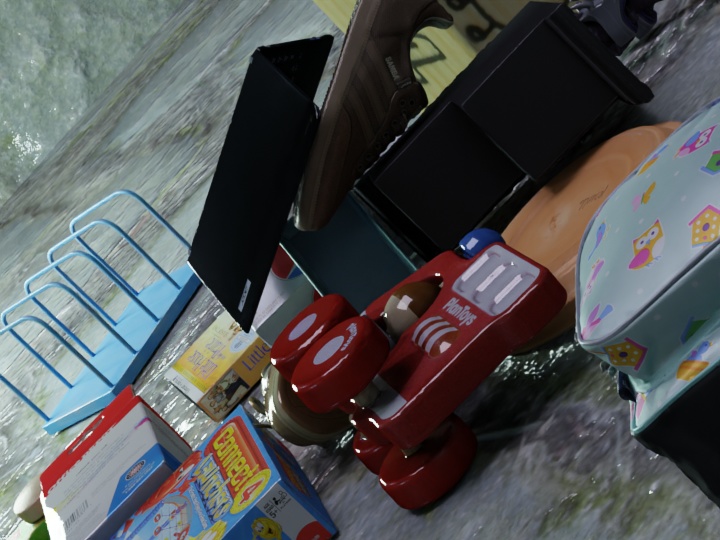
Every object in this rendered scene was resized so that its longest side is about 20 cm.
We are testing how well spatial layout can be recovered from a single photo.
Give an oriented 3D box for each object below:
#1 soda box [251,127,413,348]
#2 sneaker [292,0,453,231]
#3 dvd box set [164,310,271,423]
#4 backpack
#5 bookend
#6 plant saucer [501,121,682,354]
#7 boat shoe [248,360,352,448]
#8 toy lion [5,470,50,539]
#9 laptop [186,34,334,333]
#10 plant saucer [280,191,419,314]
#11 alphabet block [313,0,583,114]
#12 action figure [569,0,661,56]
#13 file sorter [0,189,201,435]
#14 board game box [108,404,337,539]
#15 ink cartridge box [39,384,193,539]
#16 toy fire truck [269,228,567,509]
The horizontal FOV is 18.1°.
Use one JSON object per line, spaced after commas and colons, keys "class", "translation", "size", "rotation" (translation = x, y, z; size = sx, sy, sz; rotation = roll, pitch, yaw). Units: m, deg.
{"class": "soda box", "translation": [-0.011, -0.022, 1.806], "size": [0.200, 0.064, 0.068], "rotation": [-45, 42, 4]}
{"class": "sneaker", "translation": [0.010, -0.117, 1.664], "size": [0.070, 0.075, 0.201], "rotation": [150, 139, -83]}
{"class": "dvd box set", "translation": [-0.078, 0.037, 1.928], "size": [0.200, 0.029, 0.146], "rotation": [-47, 16, -6]}
{"class": "backpack", "translation": [0.195, 0.003, 1.099], "size": [0.176, 0.153, 0.200], "rotation": [-46, 8, 18]}
{"class": "bookend", "translation": [0.097, -0.092, 1.625], "size": [0.199, 0.092, 0.200], "rotation": [-46, 6, 3]}
{"class": "plant saucer", "translation": [0.146, -0.028, 1.512], "size": [0.200, 0.032, 0.200], "rotation": [-41, 17, 15]}
{"class": "boat shoe", "translation": [-0.036, 0.086, 1.640], "size": [0.063, 0.073, 0.200], "rotation": [-46, 4, 19]}
{"class": "toy lion", "translation": [-0.298, 0.282, 1.840], "size": [0.200, 0.069, 0.192], "rotation": [-42, 23, 11]}
{"class": "laptop", "translation": [-0.054, -0.070, 1.697], "size": [0.200, 0.103, 0.178], "rotation": [-21, -46, -63]}
{"class": "plant saucer", "translation": [0.000, 0.000, 1.708], "size": [0.070, 0.019, 0.200], "rotation": [-41, 38, 1]}
{"class": "alphabet block", "translation": [0.092, -0.261, 1.929], "size": [0.196, 0.200, 0.196], "rotation": [-50, 16, -15]}
{"class": "action figure", "translation": [0.247, -0.232, 1.703], "size": [0.200, 0.069, 0.130], "rotation": [-33, 10, 25]}
{"class": "file sorter", "translation": [-0.266, 0.036, 2.243], "size": [0.139, 0.123, 0.200], "rotation": [-27, 24, 48]}
{"class": "board game box", "translation": [-0.118, 0.203, 1.566], "size": [0.196, 0.056, 0.200], "rotation": [-46, 15, 0]}
{"class": "ink cartridge box", "translation": [-0.184, 0.175, 1.765], "size": [0.116, 0.067, 0.200], "rotation": [-45, 19, 2]}
{"class": "toy fire truck", "translation": [0.043, 0.046, 1.447], "size": [0.168, 0.112, 0.200], "rotation": [-42, 16, -2]}
